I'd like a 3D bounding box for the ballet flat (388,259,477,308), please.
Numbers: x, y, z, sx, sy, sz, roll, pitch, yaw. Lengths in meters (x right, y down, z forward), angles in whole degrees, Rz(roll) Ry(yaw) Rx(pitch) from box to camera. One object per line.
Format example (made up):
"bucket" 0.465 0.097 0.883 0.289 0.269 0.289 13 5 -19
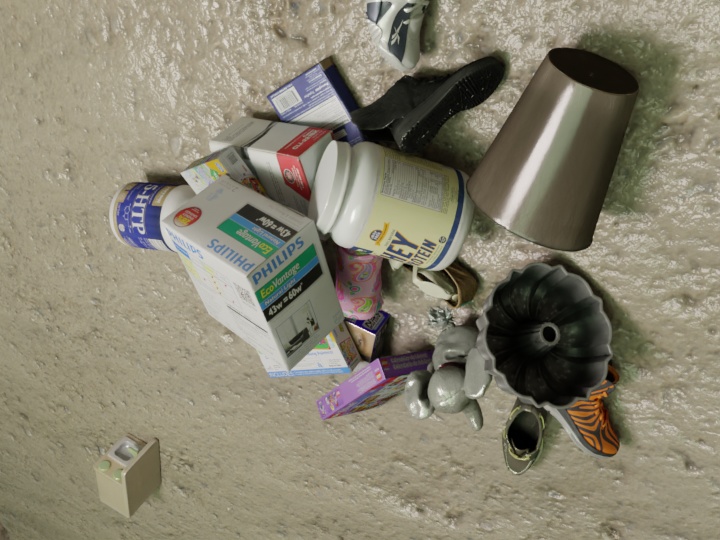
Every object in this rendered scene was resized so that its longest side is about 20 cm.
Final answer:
"ballet flat" 0.089 -0.010 1.152 0.200 0.072 0.068 40 135 2

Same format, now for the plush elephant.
"plush elephant" 0.158 0.167 1.151 0.164 0.156 0.200 -22 127 40

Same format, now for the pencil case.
"pencil case" 0.000 0.000 1.174 0.087 0.088 0.201 24 150 16

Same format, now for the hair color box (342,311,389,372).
"hair color box" -0.054 0.094 1.329 0.198 0.065 0.110 23 131 15

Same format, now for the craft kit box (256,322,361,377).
"craft kit box" -0.121 0.091 1.298 0.198 0.049 0.199 -8 118 37

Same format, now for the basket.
"basket" 0.242 -0.152 0.913 0.179 0.136 0.201 32 130 16

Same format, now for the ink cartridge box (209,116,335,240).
"ink cartridge box" -0.120 -0.144 1.147 0.199 0.084 0.145 16 138 37

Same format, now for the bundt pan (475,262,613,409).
"bundt pan" 0.248 0.096 1.054 0.202 0.202 0.076 42 158 -2

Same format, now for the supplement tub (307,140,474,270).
"supplement tub" 0.040 -0.091 1.027 0.198 0.146 0.146 14 136 -16

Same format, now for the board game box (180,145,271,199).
"board game box" -0.179 -0.090 1.162 0.134 0.034 0.201 -5 127 54

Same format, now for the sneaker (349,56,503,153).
"sneaker" 0.085 -0.231 0.992 0.199 0.105 0.060 -39 140 13

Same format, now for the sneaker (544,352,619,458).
"sneaker" 0.356 0.202 1.134 0.112 0.078 0.200 -36 113 29

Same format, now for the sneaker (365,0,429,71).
"sneaker" 0.075 -0.344 0.910 0.129 0.079 0.201 9 117 38

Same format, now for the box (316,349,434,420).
"box" 0.031 0.198 1.302 0.200 0.136 0.039 -40 63 43

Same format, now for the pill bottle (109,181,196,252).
"pill bottle" -0.334 -0.093 1.332 0.198 0.120 0.121 6 125 29

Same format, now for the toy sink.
"toy sink" -0.605 0.515 1.947 0.111 0.131 0.201 24 133 16

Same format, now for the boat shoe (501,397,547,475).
"boat shoe" 0.270 0.277 1.253 0.071 0.060 0.203 19 130 20

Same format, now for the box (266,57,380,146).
"box" -0.042 -0.202 1.124 0.120 0.032 0.201 -18 111 41

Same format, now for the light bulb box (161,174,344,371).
"light bulb box" -0.148 0.002 1.063 0.197 0.125 0.201 29 149 35
